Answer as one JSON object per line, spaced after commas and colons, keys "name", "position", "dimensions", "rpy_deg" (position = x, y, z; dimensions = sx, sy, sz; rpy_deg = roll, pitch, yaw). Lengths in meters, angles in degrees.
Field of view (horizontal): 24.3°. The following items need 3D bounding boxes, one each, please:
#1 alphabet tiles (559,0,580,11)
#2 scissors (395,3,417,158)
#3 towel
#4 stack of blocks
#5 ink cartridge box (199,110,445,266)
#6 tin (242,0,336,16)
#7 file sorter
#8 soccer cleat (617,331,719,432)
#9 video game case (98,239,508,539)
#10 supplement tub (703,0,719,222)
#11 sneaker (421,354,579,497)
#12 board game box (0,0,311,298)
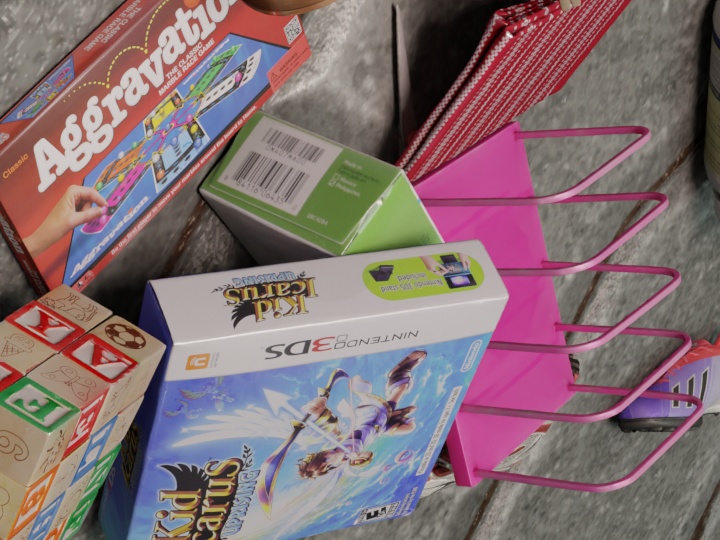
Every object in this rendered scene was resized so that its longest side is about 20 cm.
{"name": "alphabet tiles", "position": [0.095, -0.240, 0.859], "dimensions": [0.200, 0.006, 0.167], "rpy_deg": [65, 24, -52]}
{"name": "scissors", "position": [0.028, -0.068, 1.026], "dimensions": [0.073, 0.014, 0.200], "rpy_deg": [-49, 145, -24]}
{"name": "towel", "position": [0.103, -0.131, 1.023], "dimensions": [0.200, 0.022, 0.145], "rpy_deg": [-34, 165, -46]}
{"name": "stack of blocks", "position": [-0.172, 0.117, 0.762], "dimensions": [0.200, 0.059, 0.115], "rpy_deg": [-63, 172, 23]}
{"name": "ink cartridge box", "position": [0.000, 0.000, 0.947], "dimensions": [0.059, 0.104, 0.200], "rpy_deg": [-55, 146, -14]}
{"name": "tin", "position": [-0.007, -0.211, 0.781], "dimensions": [0.042, 0.112, 0.200], "rpy_deg": [39, 69, -42]}
{"name": "file sorter", "position": [0.125, 0.021, 1.049], "dimensions": [0.139, 0.125, 0.200], "rpy_deg": [-34, 117, -46]}
{"name": "soccer cleat", "position": [0.288, 0.099, 1.481], "dimensions": [0.200, 0.068, 0.073], "rpy_deg": [-10, 95, -48]}
{"name": "video game case", "position": [-0.035, 0.075, 0.881], "dimensions": [0.181, 0.045, 0.200], "rpy_deg": [-7, 140, -24]}
{"name": "supplement tub", "position": [0.348, -0.129, 1.327], "dimensions": [0.145, 0.145, 0.200], "rpy_deg": [-39, 140, -35]}
{"name": "sneaker", "position": [0.081, 0.118, 1.169], "dimensions": [0.200, 0.078, 0.082], "rpy_deg": [-23, 137, -42]}
{"name": "board game box", "position": [-0.103, -0.083, 0.823], "dimensions": [0.200, 0.019, 0.103], "rpy_deg": [-49, 143, -24]}
